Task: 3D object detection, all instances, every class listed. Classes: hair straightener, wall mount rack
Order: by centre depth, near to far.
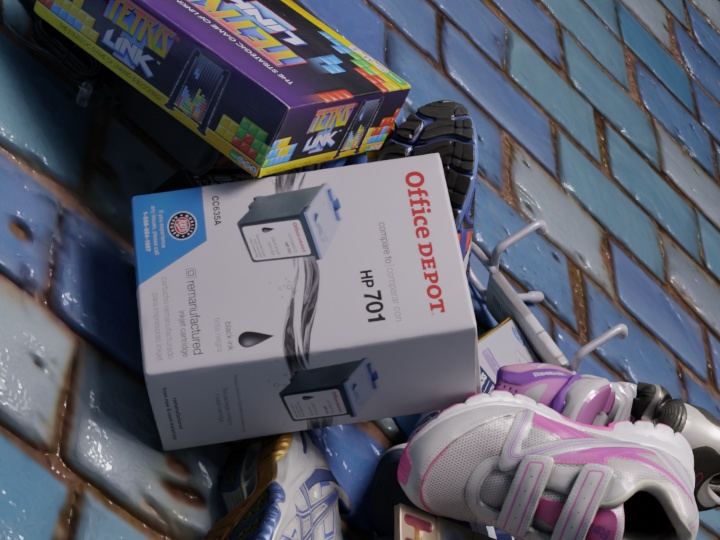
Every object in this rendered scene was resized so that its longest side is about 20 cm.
[{"bbox_3d":[-0.168,-0.136,1.274,0.200,0.041,0.077,44,22,5],"label":"hair straightener"},{"bbox_3d":[0.163,0.049,1.621,0.200,0.074,0.174,54,-13,21],"label":"wall mount rack"}]

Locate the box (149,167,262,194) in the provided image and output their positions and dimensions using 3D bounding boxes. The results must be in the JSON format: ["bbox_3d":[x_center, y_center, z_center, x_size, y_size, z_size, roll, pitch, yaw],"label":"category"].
[{"bbox_3d":[-0.049,0.004,1.351,0.162,0.049,0.200,60,26,12],"label":"box"}]

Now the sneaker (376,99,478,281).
[{"bbox_3d":[0.047,-0.021,1.361,0.078,0.075,0.201,9,91,-74],"label":"sneaker"}]

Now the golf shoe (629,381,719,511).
[{"bbox_3d":[0.218,0.151,1.333,0.200,0.088,0.077,81,29,-65],"label":"golf shoe"}]

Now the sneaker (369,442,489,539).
[{"bbox_3d":[0.020,0.209,1.166,0.146,0.077,0.203,1,77,-58],"label":"sneaker"}]

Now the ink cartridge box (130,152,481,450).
[{"bbox_3d":[-0.035,0.018,1.184,0.086,0.199,0.147,82,-2,-51],"label":"ink cartridge box"}]

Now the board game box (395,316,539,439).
[{"bbox_3d":[0.110,0.130,1.489,0.153,0.040,0.200,58,26,3],"label":"board game box"}]

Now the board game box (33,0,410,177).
[{"bbox_3d":[-0.089,-0.147,1.267,0.200,0.057,0.165,36,24,18],"label":"board game box"}]

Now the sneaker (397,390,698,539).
[{"bbox_3d":[0.122,0.131,1.157,0.199,0.082,0.088,5,26,-15],"label":"sneaker"}]

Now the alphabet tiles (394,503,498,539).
[{"bbox_3d":[0.057,0.244,1.129,0.167,0.008,0.201,25,53,-38],"label":"alphabet tiles"}]

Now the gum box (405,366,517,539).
[{"bbox_3d":[0.107,0.184,1.329,0.200,0.044,0.170,52,27,-9],"label":"gum box"}]

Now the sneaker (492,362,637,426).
[{"bbox_3d":[0.141,0.102,1.349,0.088,0.081,0.200,19,-5,22],"label":"sneaker"}]

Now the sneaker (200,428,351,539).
[{"bbox_3d":[-0.044,0.168,1.144,0.088,0.075,0.200,49,28,-16],"label":"sneaker"}]

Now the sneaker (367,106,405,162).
[{"bbox_3d":[0.011,-0.075,1.390,0.200,0.090,0.075,42,27,-25],"label":"sneaker"}]

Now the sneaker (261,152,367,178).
[{"bbox_3d":[0.000,0.000,1.289,0.077,0.085,0.201,6,57,-57],"label":"sneaker"}]
